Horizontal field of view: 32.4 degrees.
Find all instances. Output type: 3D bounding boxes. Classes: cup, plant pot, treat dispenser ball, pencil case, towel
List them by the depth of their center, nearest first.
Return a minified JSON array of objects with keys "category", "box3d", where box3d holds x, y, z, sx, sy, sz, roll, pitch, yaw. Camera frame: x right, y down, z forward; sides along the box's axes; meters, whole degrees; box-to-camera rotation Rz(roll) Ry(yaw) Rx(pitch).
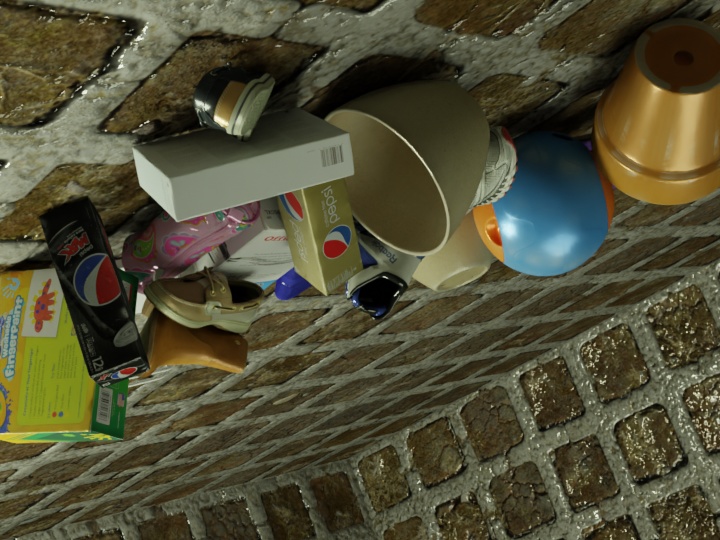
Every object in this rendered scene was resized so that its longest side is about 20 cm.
[{"category":"cup","box3d":[0.069,-0.140,1.444,0.143,0.200,0.200,-42,176,-28]},{"category":"pencil case","box3d":[-0.211,-0.046,1.516,0.199,0.088,0.087,-33,161,33]},{"category":"plant pot","box3d":[0.409,-0.220,1.621,0.198,0.202,0.184,-20,150,-7]},{"category":"treat dispenser ball","box3d":[0.257,-0.094,1.747,0.198,0.203,0.201,-20,165,-6]},{"category":"towel","box3d":[-0.058,-0.032,1.855,0.146,0.050,0.200,-28,167,-19]},{"category":"plant pot","box3d":[0.132,-0.049,1.891,0.198,0.136,0.201,-21,165,-6]}]

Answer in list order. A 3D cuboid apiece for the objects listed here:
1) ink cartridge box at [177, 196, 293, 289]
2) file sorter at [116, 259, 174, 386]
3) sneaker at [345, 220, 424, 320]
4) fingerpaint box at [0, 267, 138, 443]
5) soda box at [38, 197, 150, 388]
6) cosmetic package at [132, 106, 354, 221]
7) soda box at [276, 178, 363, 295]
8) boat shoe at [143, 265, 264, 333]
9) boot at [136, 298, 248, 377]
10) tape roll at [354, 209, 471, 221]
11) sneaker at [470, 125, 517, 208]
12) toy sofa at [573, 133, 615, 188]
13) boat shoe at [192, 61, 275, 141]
[{"category":"ink cartridge box","box3d":[-0.138,-0.045,1.620,0.143,0.085,0.199,-4,157,-45]},{"category":"file sorter","box3d":[-0.310,0.074,1.717,0.137,0.126,0.200,-11,162,-31]},{"category":"sneaker","box3d":[0.001,0.000,1.597,0.080,0.116,0.198,37,156,-33]},{"category":"fingerpaint box","box3d":[-0.361,0.103,1.496,0.165,0.203,0.073,-5,162,24]},{"category":"soda box","box3d":[-0.302,0.026,1.412,0.063,0.202,0.071,-20,165,-6]},{"category":"cosmetic package","box3d":[-0.126,-0.117,1.311,0.197,0.052,0.151,-16,-155,-19]},{"category":"soda box","box3d":[-0.054,-0.070,1.485,0.064,0.068,0.202,-34,138,-23]},{"category":"boat shoe","box3d":[-0.192,0.029,1.546,0.067,0.074,0.199,-52,155,13]},{"category":"boot","box3d":[-0.208,0.096,1.551,0.071,0.143,0.202,-58,-164,18]},{"category":"tape roll","box3d":[0.079,-0.117,1.656,0.198,0.067,0.201,-21,156,-10]},{"category":"sneaker","box3d":[0.119,-0.105,1.544,0.081,0.079,0.200,2,143,-44]},{"category":"toy sofa","box3d":[0.360,-0.160,1.813,0.198,0.084,0.097,-9,180,40]},{"category":"boat shoe","box3d":[-0.126,-0.169,1.226,0.200,0.062,0.075,-80,-165,-83]}]
